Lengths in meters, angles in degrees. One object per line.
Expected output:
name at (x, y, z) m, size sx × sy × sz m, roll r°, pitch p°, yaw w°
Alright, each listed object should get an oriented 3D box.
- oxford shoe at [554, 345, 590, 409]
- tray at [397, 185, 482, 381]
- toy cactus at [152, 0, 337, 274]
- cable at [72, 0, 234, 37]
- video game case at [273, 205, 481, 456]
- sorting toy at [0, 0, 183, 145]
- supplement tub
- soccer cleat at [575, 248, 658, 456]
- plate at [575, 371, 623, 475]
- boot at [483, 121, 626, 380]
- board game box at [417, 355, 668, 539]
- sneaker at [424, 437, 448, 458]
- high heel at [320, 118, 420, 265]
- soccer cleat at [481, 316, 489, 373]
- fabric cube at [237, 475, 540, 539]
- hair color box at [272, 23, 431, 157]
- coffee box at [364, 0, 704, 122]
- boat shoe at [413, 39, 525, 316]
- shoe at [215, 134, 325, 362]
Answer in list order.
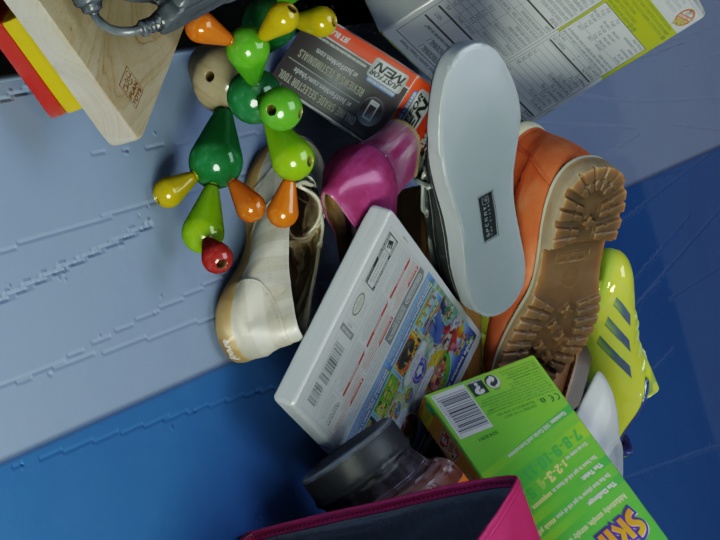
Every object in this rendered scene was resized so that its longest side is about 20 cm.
oxford shoe at (0.113, 0.126, 1.597) m, size 0.071 × 0.071 × 0.201 m, roll 31°, pitch 52°, yaw -25°
tray at (0.056, 0.047, 1.617) m, size 0.099 × 0.037 × 0.201 m, roll 39°, pitch 44°, yaw -50°
toy cactus at (-0.081, -0.109, 1.340) m, size 0.165 × 0.102 × 0.201 m, roll -140°, pitch -121°, yaw -65°
cable at (-0.113, -0.224, 1.226) m, size 0.200 × 0.051 × 0.164 m, roll -38°, pitch 99°, yaw -43°
video game case at (0.016, 0.063, 1.439) m, size 0.144 × 0.018 × 0.200 m, roll -63°, pitch 150°, yaw -15°
sorting toy at (-0.181, -0.200, 1.237) m, size 0.199 × 0.069 × 0.200 m, roll 56°, pitch 32°, yaw -33°
supplement tub at (0.048, 0.193, 1.367) m, size 0.200 × 0.107 × 0.107 m, roll 55°, pitch 28°, yaw -3°
soccer cleat at (0.202, 0.068, 1.745) m, size 0.065 × 0.083 × 0.201 m, roll -87°, pitch -176°, yaw -57°
plate at (0.148, 0.208, 1.547) m, size 0.200 × 0.032 × 0.200 m, roll 85°, pitch 29°, yaw -45°
boot at (0.120, -0.007, 1.555) m, size 0.075 × 0.107 × 0.201 m, roll -3°, pitch 120°, yaw -36°
board game box at (0.130, 0.150, 1.448) m, size 0.095 × 0.030 × 0.200 m, roll -18°, pitch 55°, yaw -29°
sneaker at (0.073, 0.201, 1.477) m, size 0.079 × 0.074 × 0.201 m, roll 18°, pitch 64°, yaw -11°
high heel at (0.000, 0.000, 1.453) m, size 0.096 × 0.067 × 0.201 m, roll -42°, pitch 151°, yaw -44°
soccer cleat at (0.108, 0.067, 1.704) m, size 0.083 × 0.065 × 0.201 m, roll 21°, pitch 57°, yaw -23°
fabric cube at (0.013, 0.260, 1.234) m, size 0.200 × 0.196 × 0.200 m, roll 69°, pitch 26°, yaw -12°
hair color box at (0.036, -0.107, 1.563) m, size 0.064 × 0.111 × 0.200 m, roll -58°, pitch 147°, yaw 4°
coffee box at (0.108, -0.258, 1.650) m, size 0.200 × 0.197 × 0.200 m, roll 36°, pitch 27°, yaw -53°
boat shoe at (0.068, -0.067, 1.475) m, size 0.073 × 0.068 × 0.200 m, roll -30°, pitch 126°, yaw -26°
shoe at (-0.045, -0.018, 1.427) m, size 0.070 × 0.053 × 0.200 m, roll 55°, pitch 32°, yaw -35°
